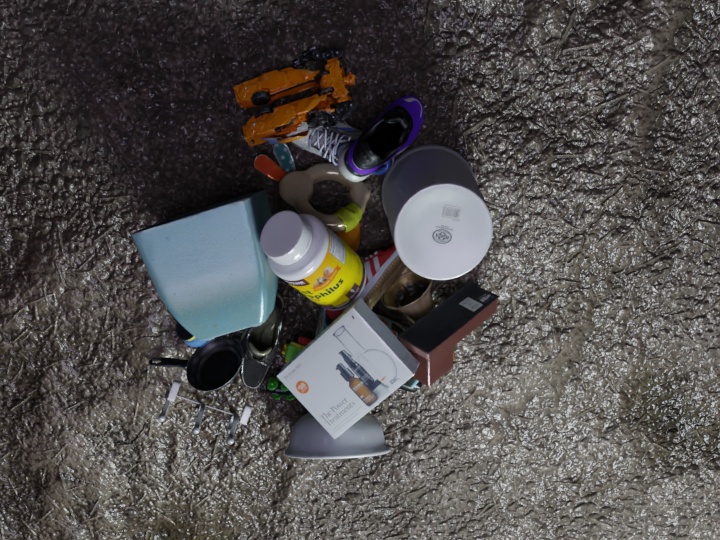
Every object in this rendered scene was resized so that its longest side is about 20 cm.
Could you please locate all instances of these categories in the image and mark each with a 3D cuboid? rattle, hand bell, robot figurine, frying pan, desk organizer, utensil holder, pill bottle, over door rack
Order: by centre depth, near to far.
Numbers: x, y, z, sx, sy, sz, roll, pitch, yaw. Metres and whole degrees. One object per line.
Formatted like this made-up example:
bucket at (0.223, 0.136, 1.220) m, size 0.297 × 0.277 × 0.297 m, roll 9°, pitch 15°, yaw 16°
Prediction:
robot figurine at (-0.098, -0.275, 1.321) m, size 0.196 × 0.058 × 0.148 m, roll -16°, pitch 74°, yaw 5°
pill bottle at (-0.076, -0.018, 1.325) m, size 0.108 × 0.110 × 0.200 m, roll -34°, pitch 146°, yaw 11°
utensil holder at (0.122, -0.096, 1.350) m, size 0.166 × 0.201 × 0.173 m, roll -1°, pitch 114°, yaw -2°
rattle at (-0.085, -0.122, 1.423) m, size 0.197 × 0.143 × 0.132 m, roll 19°, pitch 79°, yaw 6°
desk organizer at (0.156, 0.109, 1.443) m, size 0.199 × 0.071 × 0.078 m, roll -33°, pitch 133°, yaw -35°
over door rack at (-0.286, 0.260, 1.495) m, size 0.145 × 0.200 × 0.068 m, roll 20°, pitch 71°, yaw -11°
frying pan at (-0.296, 0.184, 1.505) m, size 0.187 × 0.116 × 0.031 m, roll -21°, pitch 138°, yaw 8°
hand bell at (0.125, 0.097, 1.506) m, size 0.103 × 0.105 × 0.201 m, roll -27°, pitch 124°, yaw 9°

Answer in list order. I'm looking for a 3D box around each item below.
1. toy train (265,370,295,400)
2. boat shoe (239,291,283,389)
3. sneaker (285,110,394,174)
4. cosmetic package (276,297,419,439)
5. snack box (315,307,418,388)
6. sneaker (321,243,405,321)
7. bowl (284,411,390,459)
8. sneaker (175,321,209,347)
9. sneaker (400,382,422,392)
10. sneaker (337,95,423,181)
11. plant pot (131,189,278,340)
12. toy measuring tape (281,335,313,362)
toy train at (-0.082, 0.210, 1.519) m, size 0.196 × 0.057 × 0.042 m, roll 1°, pitch 138°, yaw 22°
boat shoe at (-0.185, 0.134, 1.506) m, size 0.070 × 0.066 × 0.204 m, roll 14°, pitch 112°, yaw -8°
sneaker at (-0.033, -0.209, 1.357) m, size 0.196 × 0.085 × 0.078 m, roll 16°, pitch 112°, yaw -8°
cosmetic package at (-0.022, 0.167, 1.389) m, size 0.151 × 0.052 × 0.200 m, roll 47°, pitch 115°, yaw -1°
snack box at (0.017, 0.124, 1.482) m, size 0.197 × 0.117 × 0.037 m, roll 24°, pitch 125°, yaw -12°
sneaker at (0.000, 0.000, 1.456) m, size 0.112 × 0.071 × 0.200 m, roll 36°, pitch 76°, yaw 24°
bowl at (-0.044, 0.293, 1.535) m, size 0.197 × 0.201 × 0.092 m, roll -1°, pitch 83°, yaw -2°
sneaker at (-0.243, 0.058, 1.484) m, size 0.200 × 0.066 × 0.078 m, roll -46°, pitch 148°, yaw 4°
sneaker at (0.020, 0.179, 1.541) m, size 0.198 × 0.070 × 0.090 m, roll 30°, pitch 123°, yaw -14°
sneaker at (0.054, -0.219, 1.301) m, size 0.070 × 0.200 × 0.099 m, roll 46°, pitch 148°, yaw -7°
plant pot at (-0.229, -0.003, 1.353) m, size 0.193 × 0.196 × 0.204 m, roll -16°, pitch 99°, yaw 5°
toy measuring tape at (-0.076, 0.162, 1.471) m, size 0.073 × 0.198 × 0.075 m, roll -15°, pitch 112°, yaw -42°
